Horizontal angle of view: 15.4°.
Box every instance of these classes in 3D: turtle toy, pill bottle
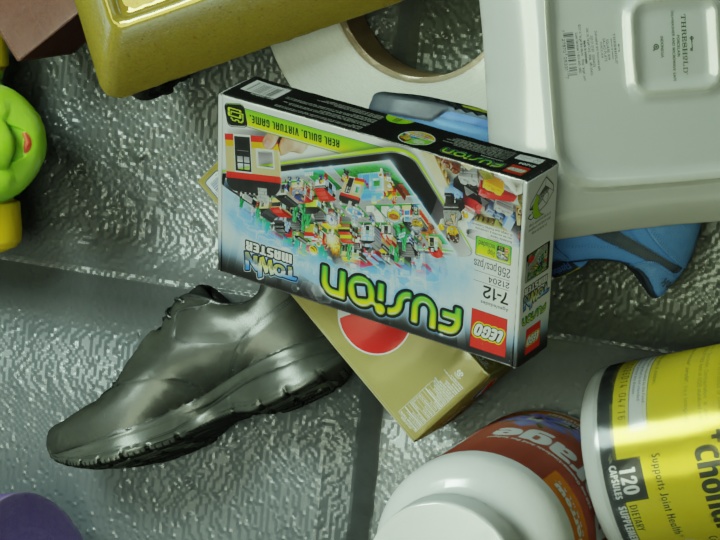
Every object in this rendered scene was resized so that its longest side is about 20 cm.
[{"bbox_3d":[-0.258,-0.077,1.586,0.199,0.101,0.146,0,98,37],"label":"turtle toy"},{"bbox_3d":[0.228,0.091,1.441,0.199,0.112,0.112,-12,93,22],"label":"pill bottle"},{"bbox_3d":[0.075,0.147,1.458,0.112,0.200,0.113,3,99,20],"label":"pill bottle"}]

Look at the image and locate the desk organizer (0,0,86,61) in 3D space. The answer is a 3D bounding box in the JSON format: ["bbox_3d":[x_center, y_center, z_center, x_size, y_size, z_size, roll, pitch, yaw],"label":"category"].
[{"bbox_3d":[-0.213,-0.228,1.584,0.077,0.072,0.200,-35,85,23],"label":"desk organizer"}]

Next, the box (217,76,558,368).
[{"bbox_3d":[0.012,-0.028,1.438,0.199,0.035,0.110,17,119,30],"label":"box"}]

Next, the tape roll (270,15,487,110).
[{"bbox_3d":[0.040,-0.162,1.517,0.202,0.037,0.204,3,99,20],"label":"tape roll"}]

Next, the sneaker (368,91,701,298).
[{"bbox_3d":[0.092,-0.041,1.465,0.199,0.066,0.079,19,98,-11],"label":"sneaker"}]

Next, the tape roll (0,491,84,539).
[{"bbox_3d":[-0.227,0.235,1.582,0.085,0.200,0.201,-9,94,22],"label":"tape roll"}]

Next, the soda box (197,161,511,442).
[{"bbox_3d":[0.000,0.000,1.537,0.064,0.068,0.200,-42,82,20],"label":"soda box"}]

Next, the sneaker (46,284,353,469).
[{"bbox_3d":[-0.102,0.060,1.590,0.199,0.076,0.091,-23,79,15],"label":"sneaker"}]

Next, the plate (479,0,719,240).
[{"bbox_3d":[0.163,-0.121,1.423,0.199,0.032,0.200,-6,97,-14],"label":"plate"}]

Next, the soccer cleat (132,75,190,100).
[{"bbox_3d":[-0.096,-0.196,1.548,0.073,0.068,0.200,32,103,14],"label":"soccer cleat"}]

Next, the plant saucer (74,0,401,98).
[{"bbox_3d":[-0.089,-0.220,1.487,0.199,0.048,0.201,-18,88,14],"label":"plant saucer"}]
